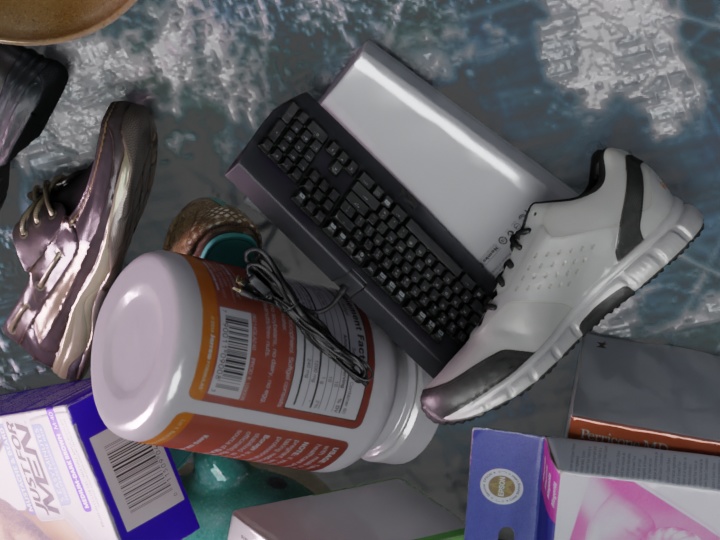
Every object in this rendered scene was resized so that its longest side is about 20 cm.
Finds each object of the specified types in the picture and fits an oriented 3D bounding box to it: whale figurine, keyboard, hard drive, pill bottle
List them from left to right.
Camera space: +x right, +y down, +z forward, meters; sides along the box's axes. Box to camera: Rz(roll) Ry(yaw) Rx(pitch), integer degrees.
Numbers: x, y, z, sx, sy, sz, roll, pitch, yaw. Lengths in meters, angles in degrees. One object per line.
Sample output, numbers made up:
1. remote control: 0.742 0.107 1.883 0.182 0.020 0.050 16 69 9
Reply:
1. whale figurine: -0.108 0.183 1.481 0.199 0.104 0.160 14 122 4
2. pill bottle: -0.051 0.060 1.349 0.199 0.113 0.112 14 128 -34
3. keyboard: 0.000 0.000 1.315 0.200 0.127 0.021 44 151 -15
4. hard drive: 0.046 -0.032 1.370 0.200 0.027 0.132 35 121 -10

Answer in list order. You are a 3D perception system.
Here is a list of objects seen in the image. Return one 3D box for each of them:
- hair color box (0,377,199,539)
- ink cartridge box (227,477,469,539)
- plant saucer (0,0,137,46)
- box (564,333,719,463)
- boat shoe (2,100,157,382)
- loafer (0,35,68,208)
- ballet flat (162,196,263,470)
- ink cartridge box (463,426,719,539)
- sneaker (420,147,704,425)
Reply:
1. hair color box: -0.198 0.133 1.431 0.199 0.065 0.110 -12 101 51
2. ink cartridge box: -0.020 0.245 1.408 0.084 0.145 0.201 29 116 42
3. plant saucer: -0.200 -0.228 1.300 0.199 0.036 0.201 5 121 9
4. box: 0.182 0.156 1.409 0.124 0.098 0.201 9 121 6
5. boat shoe: -0.180 -0.019 1.396 0.073 0.075 0.201 20 121 -1
6. loafer: -0.255 -0.063 1.394 0.072 0.073 0.200 34 111 1
7. ballet flat: -0.113 0.041 1.422 0.070 0.065 0.201 10 117 -30
8. ink cartridge box: 0.157 0.195 1.356 0.199 0.043 0.197 6 121 7
9. sneaker: 0.103 0.009 1.310 0.200 0.074 0.080 -43 96 -10
